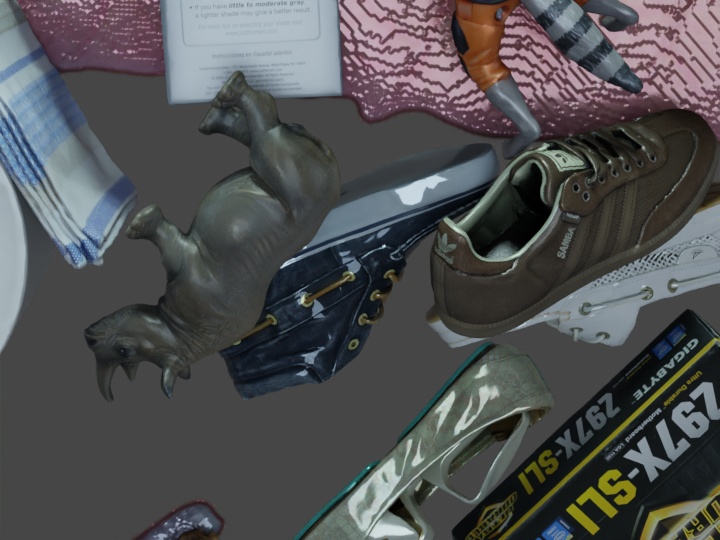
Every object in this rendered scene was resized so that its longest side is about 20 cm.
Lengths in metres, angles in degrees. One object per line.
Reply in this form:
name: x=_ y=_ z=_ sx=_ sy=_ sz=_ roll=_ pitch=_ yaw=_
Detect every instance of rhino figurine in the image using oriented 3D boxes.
rhino figurine: x=-0.086 y=-0.005 z=0.977 sx=0.087 sy=0.060 sz=0.200 roll=34 pitch=104 yaw=-4

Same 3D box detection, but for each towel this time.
towel: x=-0.182 y=-0.102 z=0.958 sx=0.024 sy=0.147 sz=0.201 roll=-27 pitch=102 yaw=9

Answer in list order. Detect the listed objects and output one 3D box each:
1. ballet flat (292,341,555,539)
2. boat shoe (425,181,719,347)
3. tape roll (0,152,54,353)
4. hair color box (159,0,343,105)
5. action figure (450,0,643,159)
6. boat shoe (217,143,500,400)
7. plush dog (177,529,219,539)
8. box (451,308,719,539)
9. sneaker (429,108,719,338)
ballet flat: x=0.035 y=0.128 z=1.059 sx=0.200 sy=0.067 sz=0.062 roll=-47 pitch=69 yaw=8
boat shoe: x=0.138 y=0.014 z=1.040 sx=0.199 sy=0.071 sz=0.070 roll=-20 pitch=103 yaw=1
tape roll: x=-0.272 y=-0.025 z=0.976 sx=0.201 sy=0.139 sz=0.204 roll=-1 pitch=104 yaw=-2
hair color box: x=-0.064 y=-0.197 z=0.986 sx=0.098 sy=0.061 sz=0.202 roll=-3 pitch=104 yaw=-2
action figure: x=0.091 y=-0.188 z=0.961 sx=0.200 sy=0.105 sz=0.194 roll=-43 pitch=120 yaw=-10
boat shoe: x=0.000 y=0.000 z=1.034 sx=0.199 sy=0.071 sz=0.091 roll=-23 pitch=104 yaw=10
plush dog: x=-0.068 y=0.264 z=1.074 sx=0.199 sy=0.161 sz=0.172 roll=-28 pitch=120 yaw=32
box: x=0.177 y=0.144 z=1.065 sx=0.200 sy=0.049 sz=0.160 roll=-43 pitch=116 yaw=7
sneaker: x=0.122 y=-0.040 z=0.979 sx=0.200 sy=0.070 sz=0.076 roll=-37 pitch=142 yaw=-20
